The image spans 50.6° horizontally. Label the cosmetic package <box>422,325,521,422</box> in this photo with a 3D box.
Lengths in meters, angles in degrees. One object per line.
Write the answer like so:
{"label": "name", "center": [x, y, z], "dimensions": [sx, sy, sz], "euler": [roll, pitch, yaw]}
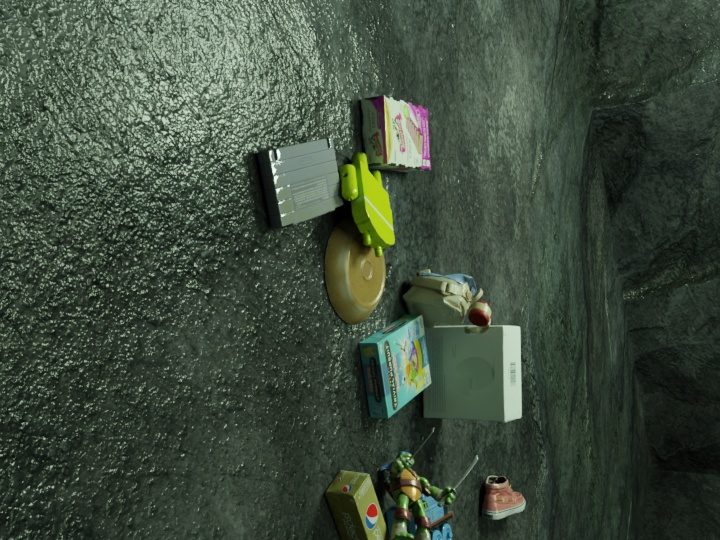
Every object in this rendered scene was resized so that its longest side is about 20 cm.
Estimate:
{"label": "cosmetic package", "center": [0.248, 0.226, 1.699], "dimensions": [0.122, 0.196, 0.205], "euler": [9, 80, -59]}

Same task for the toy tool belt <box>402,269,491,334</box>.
{"label": "toy tool belt", "center": [0.197, 0.049, 1.634], "dimensions": [0.124, 0.196, 0.126], "euler": [-61, 144, -36]}

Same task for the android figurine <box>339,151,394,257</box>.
{"label": "android figurine", "center": [0.018, -0.122, 1.452], "dimensions": [0.182, 0.040, 0.204], "euler": [42, 35, -51]}

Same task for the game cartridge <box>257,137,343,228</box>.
{"label": "game cartridge", "center": [-0.100, -0.153, 1.318], "dimensions": [0.199, 0.038, 0.133], "euler": [-26, 113, -57]}

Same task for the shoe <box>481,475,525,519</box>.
{"label": "shoe", "center": [0.382, 0.587, 2.007], "dimensions": [0.198, 0.070, 0.094], "euler": [5, 89, -54]}

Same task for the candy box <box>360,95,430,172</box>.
{"label": "candy box", "center": [0.077, -0.280, 1.590], "dimensions": [0.198, 0.060, 0.140], "euler": [-7, 94, -58]}

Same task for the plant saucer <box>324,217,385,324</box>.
{"label": "plant saucer", "center": [0.000, 0.000, 1.465], "dimensions": [0.199, 0.035, 0.206], "euler": [9, 79, -58]}

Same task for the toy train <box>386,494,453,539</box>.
{"label": "toy train", "center": [0.129, 0.530, 1.592], "dimensions": [0.198, 0.085, 0.117], "euler": [2, 80, -58]}

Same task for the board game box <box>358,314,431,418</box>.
{"label": "board game box", "center": [0.076, 0.192, 1.563], "dimensions": [0.199, 0.046, 0.155], "euler": [-25, 108, -57]}

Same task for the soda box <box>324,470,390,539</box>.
{"label": "soda box", "center": [0.001, 0.469, 1.399], "dimensions": [0.064, 0.066, 0.204], "euler": [-43, 124, -50]}

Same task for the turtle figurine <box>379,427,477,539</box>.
{"label": "turtle figurine", "center": [0.120, 0.420, 1.450], "dimensions": [0.145, 0.195, 0.197], "euler": [62, 23, -46]}
